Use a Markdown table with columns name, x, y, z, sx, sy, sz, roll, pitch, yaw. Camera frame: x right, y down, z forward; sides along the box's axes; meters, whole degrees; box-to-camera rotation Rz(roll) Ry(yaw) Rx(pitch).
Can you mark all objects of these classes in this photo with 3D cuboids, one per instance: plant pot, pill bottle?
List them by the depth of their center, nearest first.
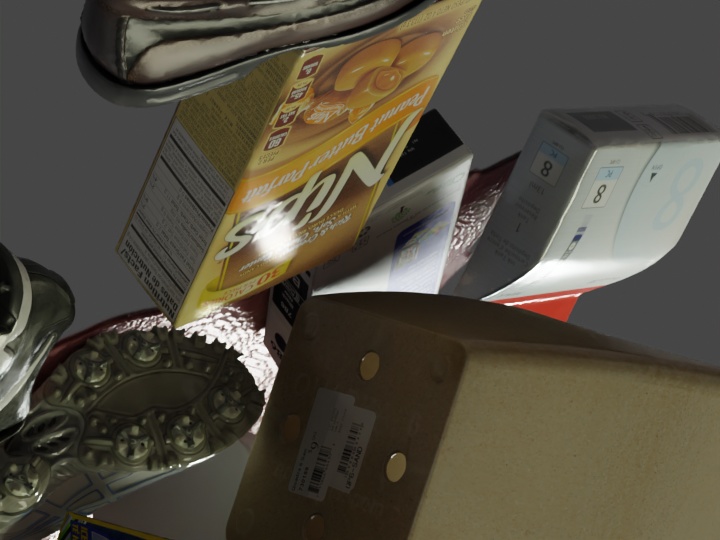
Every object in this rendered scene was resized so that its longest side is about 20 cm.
| name | x | y | z | sx | sy | sz | roll | pitch | yaw |
| --- | --- | --- | --- | --- | --- | --- | --- | --- | --- |
| plant pot | 0.052 | 0.110 | 1.501 | 0.177 | 0.200 | 0.201 | 20 | 87 | -41 |
| pill bottle | -0.075 | 0.149 | 1.644 | 0.114 | 0.114 | 0.200 | -39 | 160 | 0 |

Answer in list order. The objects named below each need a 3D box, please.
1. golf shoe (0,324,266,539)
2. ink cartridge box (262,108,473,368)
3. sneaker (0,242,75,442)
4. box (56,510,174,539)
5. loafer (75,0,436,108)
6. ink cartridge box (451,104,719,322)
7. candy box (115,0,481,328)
| name | x | y | z | sx | sy | sz | roll | pitch | yaw |
| --- | --- | --- | --- | --- | --- | --- | --- | --- | --- |
| golf shoe | -0.145 | 0.090 | 1.473 | 0.199 | 0.079 | 0.097 | -17 | 159 | -27 |
| ink cartridge box | 0.000 | 0.000 | 1.568 | 0.099 | 0.039 | 0.200 | -31 | 157 | -22 |
| sneaker | -0.195 | 0.067 | 1.329 | 0.200 | 0.067 | 0.090 | -48 | 156 | 17 |
| box | -0.106 | 0.190 | 1.492 | 0.200 | 0.064 | 0.070 | 67 | 41 | -65 |
| loafer | -0.024 | -0.130 | 1.208 | 0.199 | 0.072 | 0.063 | -27 | 153 | -22 |
| ink cartridge box | 0.118 | 0.002 | 1.692 | 0.160 | 0.047 | 0.201 | -8 | 126 | -56 |
| candy box | -0.029 | -0.068 | 1.345 | 0.115 | 0.055 | 0.200 | -24 | 155 | -36 |
